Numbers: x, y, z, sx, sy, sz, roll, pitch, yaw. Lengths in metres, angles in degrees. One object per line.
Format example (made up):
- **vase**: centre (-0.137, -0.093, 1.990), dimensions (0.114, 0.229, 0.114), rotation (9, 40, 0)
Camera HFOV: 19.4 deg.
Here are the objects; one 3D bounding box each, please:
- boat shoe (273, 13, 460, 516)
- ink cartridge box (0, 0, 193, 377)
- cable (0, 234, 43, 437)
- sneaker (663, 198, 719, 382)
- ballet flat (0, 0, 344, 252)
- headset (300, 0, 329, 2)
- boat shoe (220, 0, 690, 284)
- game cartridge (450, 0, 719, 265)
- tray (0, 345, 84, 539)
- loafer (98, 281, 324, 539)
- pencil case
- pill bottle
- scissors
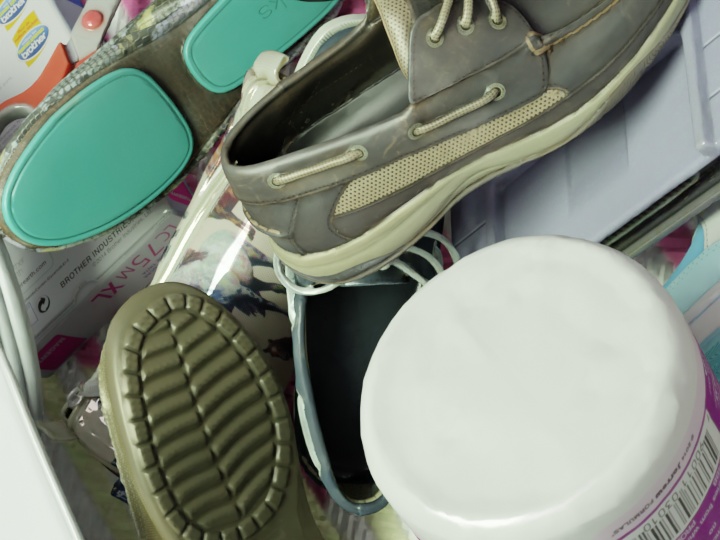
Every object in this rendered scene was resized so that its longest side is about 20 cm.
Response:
- **boat shoe**: centre (0.000, 0.000, 0.851), dimensions (0.062, 0.074, 0.202), rotation (-114, 30, -71)
- **ink cartridge box**: centre (-0.164, -0.063, 1.027), dimensions (0.119, 0.042, 0.201), rotation (-41, 65, 19)
- **cable**: centre (-0.208, 0.014, 0.965), dimensions (0.201, 0.069, 0.200), rotation (62, 155, 18)
- **sneaker**: centre (0.152, -0.053, 0.795), dimensions (0.200, 0.079, 0.131), rotation (-45, 62, 8)
- **ballet flat**: centre (-0.089, -0.082, 0.935), dimensions (0.200, 0.072, 0.072), rotation (-42, 57, -15)
- **headset**: centre (0.041, -0.173, 0.876), dimensions (0.199, 0.094, 0.124), rotation (-23, 44, 24)
- **boat shoe**: centre (0.034, -0.075, 0.747), dimensions (0.200, 0.073, 0.075), rotation (-41, 45, 10)
- **game cartridge**: centre (0.094, -0.068, 0.800), dimensions (0.200, 0.038, 0.131), rotation (-40, 48, 49)
- **tray**: centre (-0.182, 0.118, 0.882), dimensions (0.200, 0.022, 0.108), rotation (-35, 75, 37)
- **loafer**: centre (-0.060, 0.100, 0.866), dimensions (0.067, 0.076, 0.201), rotation (1, 115, 57)
- **pencil case**: centre (-0.056, 0.006, 0.912), dimensions (0.078, 0.089, 0.201), rotation (37, 102, 45)
- **pill bottle**: centre (0.085, 0.082, 0.730), dimensions (0.112, 0.200, 0.113), rotation (-12, 55, 18)
- **scissors**: centre (-0.136, -0.108, 0.989), dimensions (0.073, 0.014, 0.201), rotation (2, 67, 11)
